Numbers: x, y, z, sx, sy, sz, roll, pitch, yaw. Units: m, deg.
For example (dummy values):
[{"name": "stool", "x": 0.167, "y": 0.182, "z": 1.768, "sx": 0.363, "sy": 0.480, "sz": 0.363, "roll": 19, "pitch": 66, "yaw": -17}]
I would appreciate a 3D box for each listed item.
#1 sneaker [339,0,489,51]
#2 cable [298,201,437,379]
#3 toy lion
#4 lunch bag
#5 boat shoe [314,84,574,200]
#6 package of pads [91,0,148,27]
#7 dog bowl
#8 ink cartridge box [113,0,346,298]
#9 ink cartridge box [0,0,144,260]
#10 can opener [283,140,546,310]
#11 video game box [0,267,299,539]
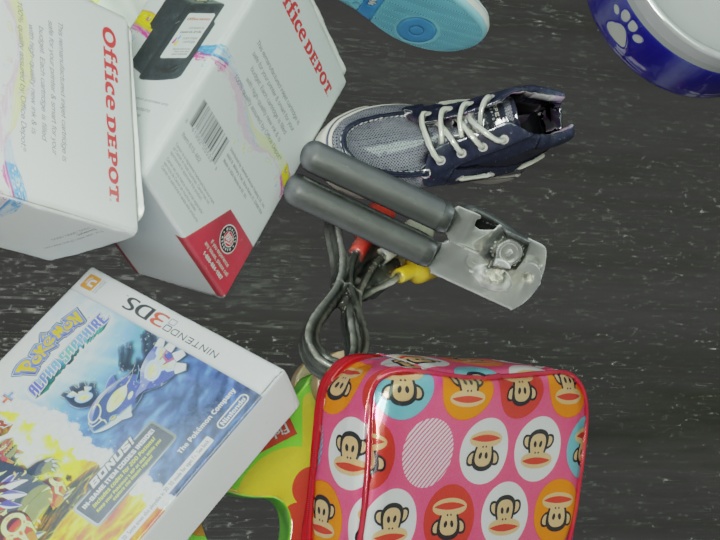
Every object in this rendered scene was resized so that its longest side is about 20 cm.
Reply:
[{"name": "sneaker", "x": 0.023, "y": -0.265, "z": 1.103, "sx": 0.199, "sy": 0.079, "sz": 0.131, "roll": 25, "pitch": 56, "yaw": -23}, {"name": "cable", "x": 0.000, "y": 0.000, "z": 0.988, "sx": 0.097, "sy": 0.050, "sz": 0.200, "roll": 39, "pitch": 32, "yaw": 3}, {"name": "toy lion", "x": -0.030, "y": 0.167, "z": 0.963, "sx": 0.199, "sy": 0.069, "sz": 0.193, "roll": -24, "pitch": 90, "yaw": -24}, {"name": "lunch bag", "x": 0.059, "y": 0.147, "z": 0.926, "sx": 0.199, "sy": 0.082, "sz": 0.178, "roll": 6, "pitch": 90, "yaw": -37}, {"name": "boat shoe", "x": 0.066, "y": -0.103, "z": 1.034, "sx": 0.199, "sy": 0.093, "sz": 0.075, "roll": -9, "pitch": 77, "yaw": -37}, {"name": "package of pads", "x": -0.178, "y": -0.257, "z": 1.033, "sx": 0.154, "sy": 0.068, "sz": 0.200, "roll": -35, "pitch": 87, "yaw": -25}, {"name": "dog bowl", "x": 0.293, "y": -0.252, "z": 1.189, "sx": 0.199, "sy": 0.079, "sz": 0.202, "roll": 6, "pitch": 72, "yaw": -18}, {"name": "ink cartridge box", "x": -0.104, "y": -0.108, "z": 0.965, "sx": 0.082, "sy": 0.146, "sz": 0.201, "roll": 14, "pitch": 62, "yaw": 28}, {"name": "ink cartridge box", "x": -0.222, "y": -0.098, "z": 0.790, "sx": 0.200, "sy": 0.084, "sz": 0.146, "roll": 17, "pitch": 62, "yaw": -53}, {"name": "can opener", "x": 0.041, "y": -0.034, "z": 1.001, "sx": 0.199, "sy": 0.067, "sz": 0.054, "roll": 25, "pitch": 102, "yaw": -11}, {"name": "video game box", "x": -0.169, "y": 0.108, "z": 0.884, "sx": 0.182, "sy": 0.047, "sz": 0.200, "roll": 23, "pitch": 60, "yaw": 33}]
